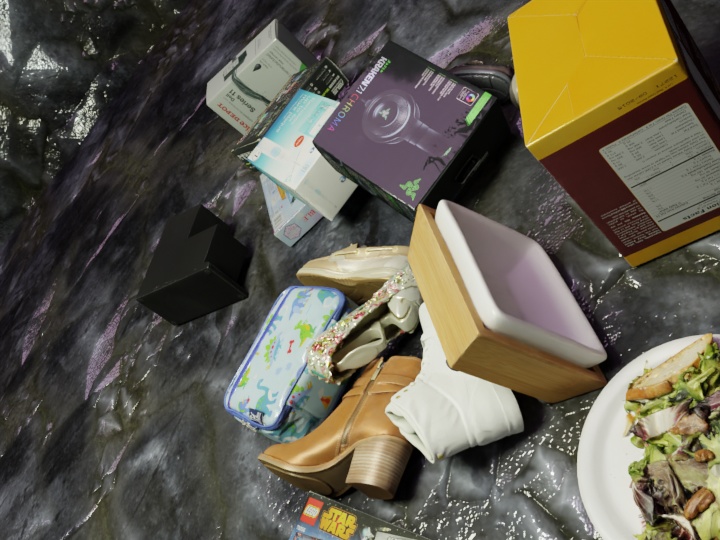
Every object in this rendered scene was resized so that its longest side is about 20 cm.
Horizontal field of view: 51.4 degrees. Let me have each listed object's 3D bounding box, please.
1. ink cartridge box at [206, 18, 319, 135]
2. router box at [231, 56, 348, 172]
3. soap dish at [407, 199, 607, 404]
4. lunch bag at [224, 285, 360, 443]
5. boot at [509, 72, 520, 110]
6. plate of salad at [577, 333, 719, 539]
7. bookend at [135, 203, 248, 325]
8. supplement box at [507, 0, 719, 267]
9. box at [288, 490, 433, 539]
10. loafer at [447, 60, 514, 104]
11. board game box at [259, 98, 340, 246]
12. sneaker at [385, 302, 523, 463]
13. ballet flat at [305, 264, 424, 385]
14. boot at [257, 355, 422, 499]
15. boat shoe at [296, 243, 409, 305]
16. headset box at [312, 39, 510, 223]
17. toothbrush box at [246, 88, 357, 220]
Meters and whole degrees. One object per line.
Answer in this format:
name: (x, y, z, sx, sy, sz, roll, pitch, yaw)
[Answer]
ink cartridge box: (-0.183, -0.360, 1.458, 0.199, 0.146, 0.083, -35, 38, 25)
router box: (-0.126, -0.271, 1.320, 0.201, 0.062, 0.150, -54, 23, -15)
soap dish: (0.133, 0.030, 0.727, 0.081, 0.156, 0.201, -55, 30, 26)
lunch bag: (-0.084, 0.118, 0.963, 0.160, 0.082, 0.201, 8, 65, 55)
boot: (0.278, -0.276, 0.896, 0.201, 0.073, 0.150, -58, 33, -2)
plate of salad: (0.253, 0.134, 0.575, 0.199, 0.048, 0.201, -30, 40, 29)
bookend: (-0.270, -0.031, 1.309, 0.198, 0.092, 0.201, -21, 43, 36)
supplement box: (0.253, -0.152, 0.698, 0.132, 0.200, 0.198, -27, 41, 32)
box: (-0.007, 0.309, 0.731, 0.199, 0.040, 0.138, 1, 62, 50)
loafer: (0.143, -0.265, 1.054, 0.199, 0.072, 0.063, -1, 54, 53)
board game box: (-0.076, -0.166, 1.246, 0.199, 0.041, 0.201, -42, 35, 16)
sneaker: (0.070, 0.105, 0.764, 0.115, 0.074, 0.200, -22, 37, -4)
ballet flat: (0.026, 0.065, 0.867, 0.200, 0.076, 0.064, -40, 31, -5)
boot: (-0.015, 0.171, 0.842, 0.199, 0.074, 0.156, -5, 51, 35)
boat shoe: (0.000, 0.000, 0.984, 0.199, 0.074, 0.070, 2, 55, 43)
headset box: (0.071, -0.169, 0.971, 0.200, 0.093, 0.175, 38, 89, 28)
toothbrush box: (-0.069, -0.181, 1.139, 0.147, 0.085, 0.200, -52, 36, 0)
